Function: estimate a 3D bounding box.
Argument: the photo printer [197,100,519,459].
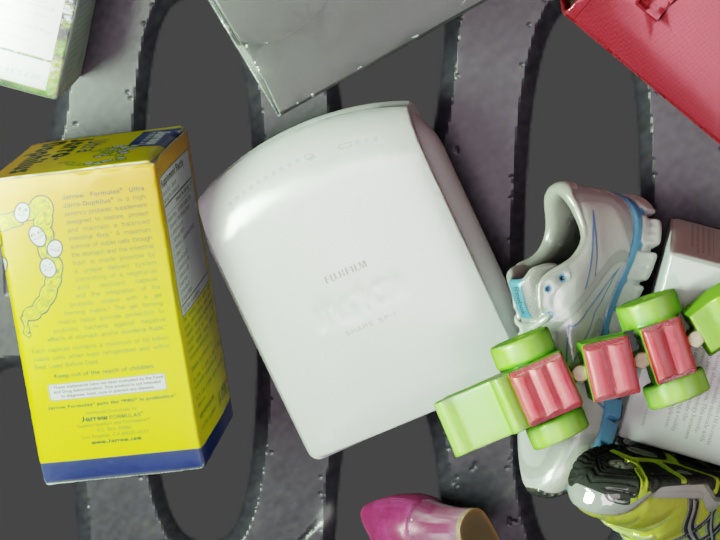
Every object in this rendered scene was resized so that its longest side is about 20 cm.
[{"bbox_3d":[0.000,0.000,1.617,0.166,0.069,0.201,-22,101,13],"label":"photo printer"}]

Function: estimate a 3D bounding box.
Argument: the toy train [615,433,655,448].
[{"bbox_3d":[0.200,0.198,1.661,0.046,0.034,0.201,-18,102,14],"label":"toy train"}]

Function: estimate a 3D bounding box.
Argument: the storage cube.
[{"bbox_3d":[0.236,-0.172,1.477,0.180,0.200,0.171,39,106,-10],"label":"storage cube"}]

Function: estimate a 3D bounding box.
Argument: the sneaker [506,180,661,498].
[{"bbox_3d":[0.118,0.038,1.569,0.086,0.075,0.201,21,75,-36],"label":"sneaker"}]

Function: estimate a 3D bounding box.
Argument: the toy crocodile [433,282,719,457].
[{"bbox_3d":[0.141,0.059,1.506,0.199,0.062,0.068,-19,91,1],"label":"toy crocodile"}]

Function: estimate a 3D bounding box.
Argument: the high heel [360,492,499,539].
[{"bbox_3d":[0.067,0.236,1.688,0.096,0.067,0.201,2,127,45],"label":"high heel"}]

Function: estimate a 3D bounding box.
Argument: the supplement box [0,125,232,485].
[{"bbox_3d":[-0.156,0.021,1.623,0.109,0.109,0.201,-6,103,9],"label":"supplement box"}]

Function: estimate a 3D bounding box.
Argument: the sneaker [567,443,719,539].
[{"bbox_3d":[0.189,0.152,1.554,0.075,0.200,0.077,21,96,37],"label":"sneaker"}]

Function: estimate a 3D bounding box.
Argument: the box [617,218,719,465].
[{"bbox_3d":[0.272,0.060,1.582,0.199,0.098,0.125,16,106,4],"label":"box"}]

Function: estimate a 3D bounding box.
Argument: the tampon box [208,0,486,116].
[{"bbox_3d":[-0.003,-0.196,1.497,0.149,0.200,0.127,-29,99,13],"label":"tampon box"}]

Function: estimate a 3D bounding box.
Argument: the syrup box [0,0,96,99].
[{"bbox_3d":[-0.197,-0.217,1.580,0.078,0.081,0.201,15,106,2],"label":"syrup box"}]
